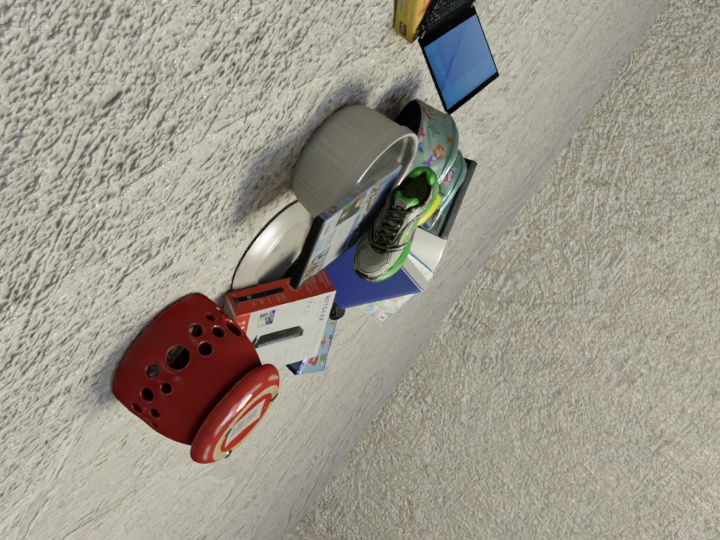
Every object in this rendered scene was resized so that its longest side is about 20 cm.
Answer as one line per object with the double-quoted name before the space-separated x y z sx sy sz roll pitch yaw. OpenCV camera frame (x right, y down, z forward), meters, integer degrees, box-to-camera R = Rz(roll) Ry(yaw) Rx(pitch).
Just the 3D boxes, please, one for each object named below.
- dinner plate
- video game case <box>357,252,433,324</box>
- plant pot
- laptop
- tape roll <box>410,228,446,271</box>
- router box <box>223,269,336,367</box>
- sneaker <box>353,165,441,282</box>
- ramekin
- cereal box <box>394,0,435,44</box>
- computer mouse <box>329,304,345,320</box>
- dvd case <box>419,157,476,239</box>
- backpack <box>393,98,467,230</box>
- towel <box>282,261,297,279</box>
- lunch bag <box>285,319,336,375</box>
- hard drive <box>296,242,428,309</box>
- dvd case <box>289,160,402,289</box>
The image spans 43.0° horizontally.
"dinner plate" -0.133 -0.031 1.488 0.200 0.024 0.200 -48 165 -17
"video game case" 0.029 0.006 1.701 0.143 0.018 0.200 -44 129 10
"plant pot" -0.230 0.163 1.339 0.201 0.182 0.201 -48 164 -18
"laptop" 0.170 -0.355 1.310 0.177 0.103 0.200 -43 169 -45
"tape roll" 0.106 -0.078 1.820 0.202 0.070 0.204 -165 -90 -73
"router box" -0.146 0.094 1.542 0.178 0.049 0.201 -15 147 -24
"sneaker" 0.049 -0.074 1.369 0.201 0.078 0.085 -59 163 -12
"ramekin" -0.014 -0.154 1.381 0.200 0.105 0.200 -47 165 -16
"cereal box" 0.125 -0.426 1.267 0.200 0.039 0.144 -48 168 -15
"computer mouse" -0.047 0.059 1.722 0.034 0.059 0.200 -6 173 -1
"dvd case" 0.133 -0.144 1.656 0.144 0.017 0.200 -68 -155 5
"backpack" 0.092 -0.178 1.540 0.178 0.150 0.201 -99 -148 -60
"towel" -0.053 -0.020 1.693 0.147 0.022 0.200 -51 159 20
"lunch bag" -0.094 0.100 1.852 0.201 0.094 0.150 -64 163 6
"hard drive" 0.000 0.000 1.522 0.199 0.132 0.025 -14 -145 46
"dvd case" -0.021 -0.067 1.322 0.200 0.018 0.143 -40 163 -43
